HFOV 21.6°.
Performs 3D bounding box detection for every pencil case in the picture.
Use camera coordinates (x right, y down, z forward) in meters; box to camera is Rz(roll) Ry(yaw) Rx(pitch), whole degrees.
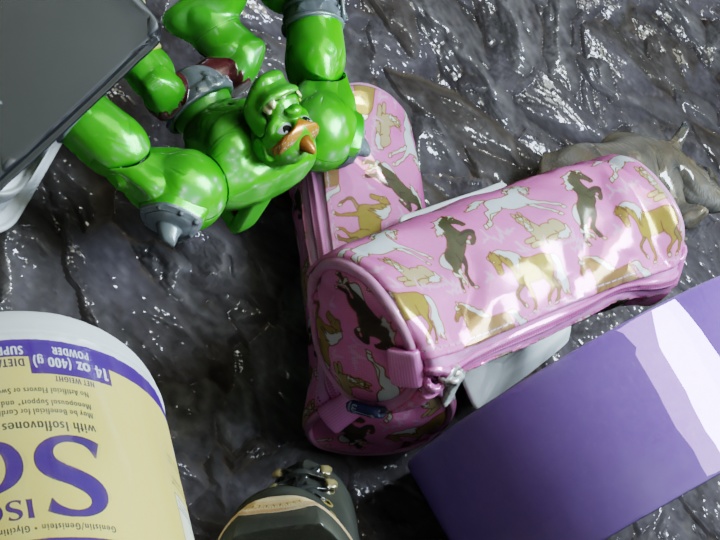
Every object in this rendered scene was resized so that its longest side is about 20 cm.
[{"bbox_3d":[0.070,0.004,0.921,0.200,0.083,0.087,-22,89,-36],"label":"pencil case"},{"bbox_3d":[0.000,0.000,1.003,0.086,0.083,0.201,-1,59,-14],"label":"pencil case"}]

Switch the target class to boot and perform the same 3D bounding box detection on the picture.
[{"bbox_3d":[-0.031,0.119,0.833,0.077,0.200,0.139,-2,50,0],"label":"boot"}]

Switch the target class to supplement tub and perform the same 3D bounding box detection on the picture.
[{"bbox_3d":[-0.130,0.132,0.716,0.145,0.145,0.200,14,41,-34],"label":"supplement tub"}]

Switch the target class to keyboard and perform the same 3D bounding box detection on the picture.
[{"bbox_3d":[-0.194,-0.081,0.865,0.200,0.040,0.104,-43,101,-14],"label":"keyboard"}]

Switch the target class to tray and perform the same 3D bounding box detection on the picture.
[{"bbox_3d":[0.080,0.006,1.050,0.108,0.022,0.200,67,21,0],"label":"tray"}]

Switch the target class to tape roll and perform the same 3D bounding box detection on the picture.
[{"bbox_3d":[0.130,0.086,0.964,0.200,0.200,0.085,-19,74,-47],"label":"tape roll"}]

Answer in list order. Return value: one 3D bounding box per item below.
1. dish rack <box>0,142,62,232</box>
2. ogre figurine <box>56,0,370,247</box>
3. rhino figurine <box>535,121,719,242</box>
[{"bbox_3d":[-0.221,-0.128,0.929,0.200,0.044,0.172,37,41,-16],"label":"dish rack"},{"bbox_3d":[-0.070,-0.087,0.948,0.120,0.098,0.200,58,33,6],"label":"ogre figurine"},{"bbox_3d":[0.183,-0.054,1.223,0.200,0.060,0.088,-17,62,-50],"label":"rhino figurine"}]
